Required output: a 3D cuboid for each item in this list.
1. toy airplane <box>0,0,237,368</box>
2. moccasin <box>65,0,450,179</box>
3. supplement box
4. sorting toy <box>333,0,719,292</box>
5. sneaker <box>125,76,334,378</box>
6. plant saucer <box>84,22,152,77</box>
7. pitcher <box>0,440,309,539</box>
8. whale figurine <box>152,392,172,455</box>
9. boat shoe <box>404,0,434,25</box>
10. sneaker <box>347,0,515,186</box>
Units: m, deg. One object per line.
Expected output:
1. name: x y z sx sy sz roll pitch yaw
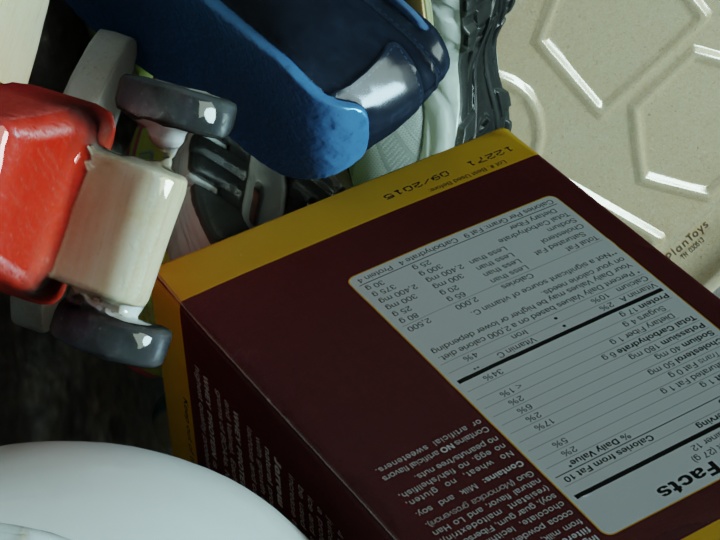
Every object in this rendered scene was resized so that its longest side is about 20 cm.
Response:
1. toy airplane: -0.121 -0.035 0.603 0.199 0.140 0.201 118 -17 -47
2. moccasin: -0.051 -0.102 0.697 0.068 0.200 0.081 -30 153 -28
3. supplement box: 0.048 0.104 0.646 0.132 0.200 0.198 -22 132 -23
4. sorting toy: 0.096 -0.063 0.929 0.200 0.185 0.036 45 6 -26
5. sneaker: -0.055 -0.041 0.756 0.078 0.090 0.200 33 34 -16
6. plant saucer: -0.066 -0.132 0.848 0.200 0.031 0.201 -2 90 -67
7. pitcher: -0.076 0.092 0.495 0.199 0.171 0.122 15 67 -42
8. whale figurine: -0.003 0.042 0.833 0.200 0.158 0.104 100 -14 -64
9. boat shoe: -0.021 -0.147 0.759 0.065 0.073 0.201 -1 63 -63
10. sneaker: 0.016 -0.073 0.855 0.074 0.079 0.201 -43 141 -57
